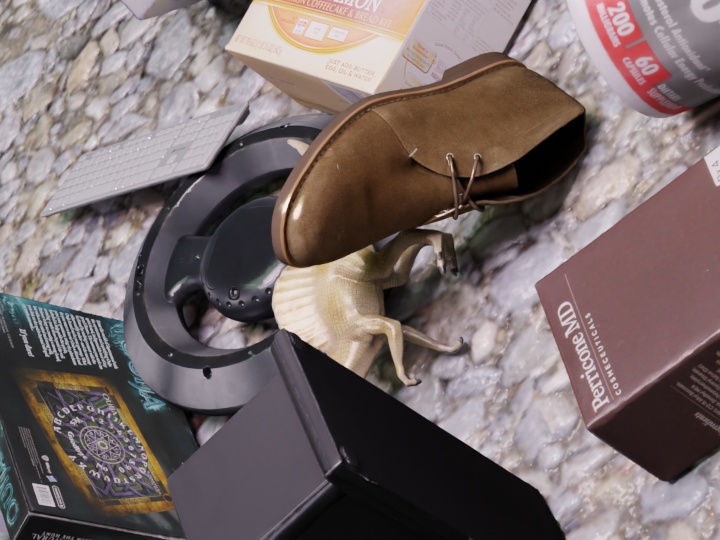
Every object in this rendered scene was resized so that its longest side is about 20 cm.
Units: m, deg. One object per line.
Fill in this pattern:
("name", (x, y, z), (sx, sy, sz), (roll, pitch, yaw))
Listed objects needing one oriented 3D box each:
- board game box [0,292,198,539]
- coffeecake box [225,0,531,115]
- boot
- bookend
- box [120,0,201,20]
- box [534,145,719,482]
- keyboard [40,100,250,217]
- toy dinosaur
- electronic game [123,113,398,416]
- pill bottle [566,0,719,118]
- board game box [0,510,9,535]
("board game box", (-0.157, 0.090, 1.344), (0.028, 0.135, 0.200), (-58, 36, 25))
("coffeecake box", (0.032, -0.187, 1.386), (0.153, 0.073, 0.201), (21, 80, 51))
("boot", (0.039, -0.054, 1.234), (0.199, 0.074, 0.075), (-32, 43, -33))
("bookend", (-0.026, 0.160, 1.114), (0.199, 0.200, 0.092), (-43, 41, 14))
("box", (-0.091, -0.263, 1.463), (0.184, 0.105, 0.200), (-45, 1, 13))
("box", (0.187, -0.002, 1.107), (0.200, 0.075, 0.101), (-40, 43, 22))
("keyboard", (-0.139, -0.069, 1.491), (0.199, 0.011, 0.056), (-13, 34, 52))
("toy dinosaur", (0.000, 0.000, 1.275), (0.100, 0.058, 0.201), (-9, 66, 9))
("electronic game", (-0.057, -0.006, 1.378), (0.199, 0.042, 0.201), (-20, 50, 26))
("pill bottle", (0.209, -0.162, 1.158), (0.199, 0.114, 0.115), (-24, 49, 34))
("board game box", (-0.237, 0.068, 1.388), (0.041, 0.200, 0.200), (-45, 42, 15))
